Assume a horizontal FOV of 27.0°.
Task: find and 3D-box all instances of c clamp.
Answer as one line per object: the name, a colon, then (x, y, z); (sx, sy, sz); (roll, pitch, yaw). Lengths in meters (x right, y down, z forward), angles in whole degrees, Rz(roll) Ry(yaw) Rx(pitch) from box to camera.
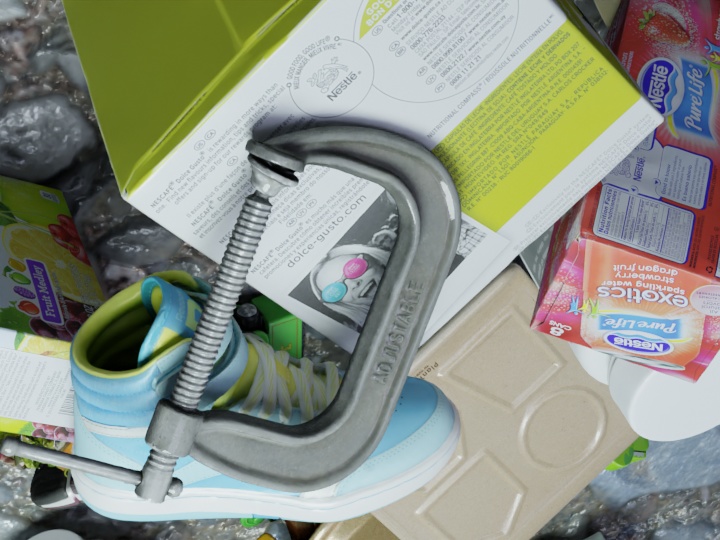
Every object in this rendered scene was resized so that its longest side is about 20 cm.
c clamp: (-0.041, 0.021, 0.673); (0.170, 0.027, 0.201); (25, 93, -29)

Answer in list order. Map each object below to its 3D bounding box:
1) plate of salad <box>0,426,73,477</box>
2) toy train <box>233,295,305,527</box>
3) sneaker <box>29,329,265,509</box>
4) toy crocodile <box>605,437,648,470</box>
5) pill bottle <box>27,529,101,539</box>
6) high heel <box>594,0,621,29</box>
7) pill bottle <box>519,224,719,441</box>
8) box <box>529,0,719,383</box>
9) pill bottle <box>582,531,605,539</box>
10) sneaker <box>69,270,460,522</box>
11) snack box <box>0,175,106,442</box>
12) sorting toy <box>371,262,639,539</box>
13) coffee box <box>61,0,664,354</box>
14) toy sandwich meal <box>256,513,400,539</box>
plate of salad: (-0.217, 0.091, 0.865); (0.199, 0.200, 0.048); (10, 86, -30)
toy train: (-0.065, 0.098, 1.030); (0.056, 0.042, 0.201); (-18, 133, -23)
sneaker: (-0.112, 0.128, 0.975); (0.199, 0.076, 0.116); (-29, 123, 24)
toy crocodile: (0.141, 0.124, 1.124); (0.199, 0.062, 0.067); (8, 156, -38)
pill bottle: (-0.176, 0.268, 1.069); (0.112, 0.113, 0.200); (-30, 133, 2)
high heel: (0.233, -0.179, 0.937); (0.199, 0.071, 0.143); (33, 81, -22)
pill bottle: (0.168, -0.001, 0.932); (0.113, 0.201, 0.114); (-14, 139, -13)
box: (0.168, -0.054, 0.830); (0.099, 0.201, 0.096); (18, 145, 0)
pill bottle: (0.133, 0.302, 1.233); (0.199, 0.113, 0.113); (-30, 133, 3)
sneaker: (-0.048, 0.056, 0.728); (0.198, 0.080, 0.131); (-7, 132, -5)
snack box: (-0.239, 0.001, 0.781); (0.199, 0.169, 0.068); (13, 116, -32)
sorting toy: (0.084, 0.109, 1.019); (0.185, 0.036, 0.200); (-43, 125, 3)
coffee box: (-0.006, -0.113, 0.769); (0.200, 0.200, 0.197); (-42, 131, 15)
toy sandwich meal: (-0.003, 0.188, 1.100); (0.205, 0.070, 0.206); (-33, 145, -26)
